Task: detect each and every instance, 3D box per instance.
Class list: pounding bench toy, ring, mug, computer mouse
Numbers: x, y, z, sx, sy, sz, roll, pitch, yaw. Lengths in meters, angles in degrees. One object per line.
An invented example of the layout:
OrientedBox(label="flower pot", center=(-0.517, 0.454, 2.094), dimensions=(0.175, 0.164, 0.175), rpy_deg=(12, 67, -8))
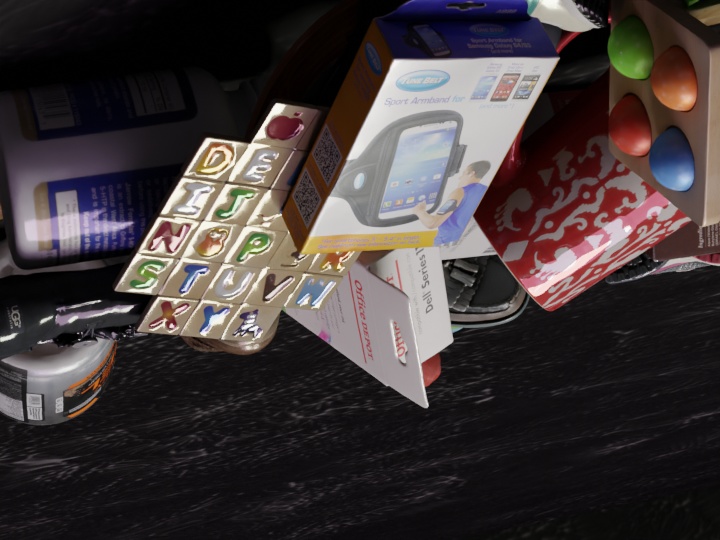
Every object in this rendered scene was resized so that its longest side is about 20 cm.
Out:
OrientedBox(label="pounding bench toy", center=(0.239, -0.153, 1.511), dimensions=(0.155, 0.124, 0.201), rpy_deg=(-14, 121, -20))
OrientedBox(label="ring", center=(0.000, -0.092, 1.584), dimensions=(0.200, 0.019, 0.201), rpy_deg=(-30, 138, -31))
OrientedBox(label="mug", center=(0.170, -0.089, 1.704), dimensions=(0.200, 0.178, 0.133), rpy_deg=(-37, -179, 11))
OrientedBox(label="computer mouse", center=(0.059, -0.127, 1.560), dimensions=(0.200, 0.046, 0.141), rpy_deg=(7, 114, -49))

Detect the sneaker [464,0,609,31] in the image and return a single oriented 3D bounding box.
OrientedBox(label="sneaker", center=(0.086, -0.194, 1.482), dimensions=(0.093, 0.071, 0.200), rpy_deg=(0, 173, 28))

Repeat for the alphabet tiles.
OrientedBox(label="alphabet tiles", center=(-0.060, -0.028, 1.541), dimensions=(0.166, 0.006, 0.200), rpy_deg=(7, 130, -37))

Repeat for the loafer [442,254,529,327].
OrientedBox(label="loafer", center=(0.037, -0.007, 1.923), dimensions=(0.199, 0.072, 0.063), rpy_deg=(17, 163, 21))

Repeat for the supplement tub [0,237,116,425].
OrientedBox(label="supplement tub", center=(-0.256, 0.052, 1.931), dimensions=(0.122, 0.123, 0.200), rpy_deg=(-9, 164, -10))

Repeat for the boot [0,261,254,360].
OrientedBox(label="boot", center=(-0.188, 0.022, 1.628), dimensions=(0.199, 0.066, 0.165), rpy_deg=(-14, -174, -24))

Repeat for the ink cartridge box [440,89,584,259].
OrientedBox(label="ink cartridge box", center=(0.078, -0.069, 1.836), dimensions=(0.199, 0.083, 0.147), rpy_deg=(-6, 162, -21))

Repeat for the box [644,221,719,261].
OrientedBox(label="box", center=(0.313, -0.066, 1.975), dimensions=(0.199, 0.075, 0.100), rpy_deg=(-10, -160, -14))

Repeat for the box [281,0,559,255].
OrientedBox(label="box", center=(0.039, -0.089, 1.483), dimensions=(0.119, 0.042, 0.200), rpy_deg=(-4, 143, -29))

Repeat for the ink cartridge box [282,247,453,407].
OrientedBox(label="ink cartridge box", center=(0.000, 0.000, 1.723), dimensions=(0.067, 0.200, 0.117), rpy_deg=(-33, 135, -25))

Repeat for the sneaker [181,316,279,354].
OrientedBox(label="sneaker", center=(-0.108, 0.032, 1.872), dimensions=(0.070, 0.076, 0.200), rpy_deg=(-15, -153, -15))

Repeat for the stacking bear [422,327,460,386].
OrientedBox(label="stacking bear", center=(0.080, -0.009, 2.009), dimensions=(0.113, 0.122, 0.200), rpy_deg=(23, 136, -34))

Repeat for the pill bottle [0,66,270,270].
OrientedBox(label="pill bottle", center=(-0.139, -0.072, 1.599), dimensions=(0.199, 0.120, 0.120), rpy_deg=(-8, 163, -12))

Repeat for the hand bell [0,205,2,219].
OrientedBox(label="hand bell", center=(-0.296, -0.033, 1.728), dimensions=(0.199, 0.104, 0.104), rpy_deg=(-28, 161, 8))

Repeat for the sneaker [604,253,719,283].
OrientedBox(label="sneaker", center=(0.292, -0.040, 2.125), dimensions=(0.199, 0.081, 0.075), rpy_deg=(-9, 180, 17))
